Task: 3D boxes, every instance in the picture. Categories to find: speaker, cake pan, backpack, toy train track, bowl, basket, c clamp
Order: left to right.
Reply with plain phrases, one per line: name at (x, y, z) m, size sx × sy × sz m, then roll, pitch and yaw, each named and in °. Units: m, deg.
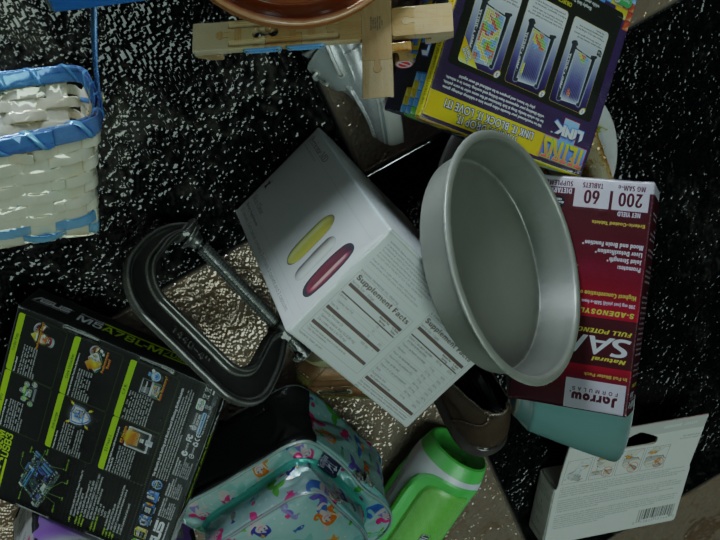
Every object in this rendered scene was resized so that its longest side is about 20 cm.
basket at (-0.268, -0.117, 0.638) m, size 0.174 × 0.139 × 0.202 m, roll -10°, pitch 127°, yaw -21°
c clamp at (-0.118, 0.029, 0.801) m, size 0.027 × 0.172 × 0.200 m, roll -27°, pitch 120°, yaw 37°
backpack at (-0.064, 0.231, 0.912) m, size 0.176 × 0.152 × 0.200 m, roll -32°, pitch 134°, yaw 16°
toy train track at (-0.028, -0.178, 0.687) m, size 0.197 × 0.033 × 0.116 m, roll -2°, pitch 78°, yaw 7°
speaker at (0.059, 0.277, 1.018) m, size 0.088 × 0.089 × 0.201 m, roll 22°, pitch 109°, yaw -29°
cake pan at (0.111, -0.008, 0.712) m, size 0.036 × 0.202 × 0.200 m, roll -16°, pitch 135°, yaw 38°
bowl at (0.205, 0.090, 0.921) m, size 0.103 × 0.202 × 0.203 m, roll 0°, pitch 120°, yaw 2°

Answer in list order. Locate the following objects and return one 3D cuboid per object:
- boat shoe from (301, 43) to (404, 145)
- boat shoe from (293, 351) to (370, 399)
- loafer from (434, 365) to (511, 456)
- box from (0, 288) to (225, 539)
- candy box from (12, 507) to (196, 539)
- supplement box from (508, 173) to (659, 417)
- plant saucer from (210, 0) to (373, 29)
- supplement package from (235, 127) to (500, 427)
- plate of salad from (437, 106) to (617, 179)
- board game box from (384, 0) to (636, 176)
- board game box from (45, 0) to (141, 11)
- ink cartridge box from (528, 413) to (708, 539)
boat shoe at (-0.016, -0.188, 0.741) m, size 0.068 × 0.072 × 0.201 m, roll -17°, pitch 127°, yaw 8°
boat shoe at (0.029, 0.095, 0.919) m, size 0.197 × 0.072 × 0.069 m, roll 5°, pitch 121°, yaw -13°
loafer at (0.085, 0.073, 0.853) m, size 0.072 × 0.201 × 0.071 m, roll -22°, pitch 154°, yaw -30°
box at (-0.233, 0.144, 0.812) m, size 0.191 × 0.048 × 0.202 m, roll 22°, pitch 111°, yaw 2°
candy box at (-0.235, 0.295, 0.848) m, size 0.166 × 0.200 × 0.072 m, roll 19°, pitch 111°, yaw -27°
supplement box at (0.200, 0.020, 0.809) m, size 0.061 × 0.107 × 0.203 m, roll 6°, pitch 91°, yaw -68°
plant saucer at (-0.051, -0.275, 0.652) m, size 0.197 × 0.032 × 0.204 m, roll 0°, pitch 91°, yaw -7°
supplement package at (0.000, 0.000, 0.769) m, size 0.111 × 0.200 × 0.156 m, roll -43°, pitch 125°, yaw 7°
plate of salad at (0.166, -0.087, 0.876) m, size 0.197 × 0.048 × 0.202 m, roll -9°, pitch 122°, yaw -16°
board game box at (0.131, -0.185, 0.760) m, size 0.198 × 0.057 × 0.167 m, roll 13°, pitch 98°, yaw -37°
board game box at (-0.124, -0.286, 0.591) m, size 0.197 × 0.056 × 0.199 m, roll -11°, pitch 92°, yaw -11°
ink cartridge box at (0.318, 0.248, 1.123) m, size 0.197 × 0.045 × 0.178 m, roll -5°, pitch 120°, yaw -19°
